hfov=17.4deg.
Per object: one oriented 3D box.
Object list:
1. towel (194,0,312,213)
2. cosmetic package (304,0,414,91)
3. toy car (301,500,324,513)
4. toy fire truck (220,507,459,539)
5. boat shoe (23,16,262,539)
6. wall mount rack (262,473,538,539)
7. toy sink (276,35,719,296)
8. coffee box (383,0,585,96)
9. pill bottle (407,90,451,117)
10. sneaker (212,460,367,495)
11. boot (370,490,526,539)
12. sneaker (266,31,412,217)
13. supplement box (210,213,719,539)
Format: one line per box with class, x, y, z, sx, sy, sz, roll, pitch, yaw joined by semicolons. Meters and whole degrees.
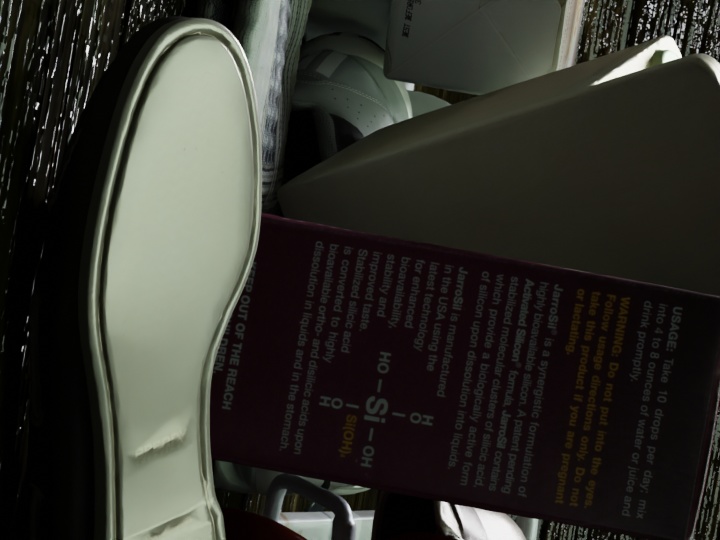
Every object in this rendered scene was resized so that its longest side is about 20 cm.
towel;-0.029;-0.121;0.898;0.193;0.034;0.201;21;78;-85
cosmetic package;0.010;-0.173;1.151;0.200;0.051;0.151;78;24;-76
toy car;-0.013;0.186;1.120;0.200;0.157;0.165;67;39;-60
toy fire truck;0.003;0.180;0.827;0.168;0.199;0.112;57;49;-40
boat shoe;-0.071;0.024;0.664;0.067;0.057;0.201;-14;115;-45
wall mount rack;0.003;0.175;1.023;0.199;0.074;0.175;3;103;-44
toy sink;0.091;-0.013;0.954;0.112;0.199;0.131;-34;105;-57
coffee box;0.066;-0.146;1.102;0.200;0.079;0.115;-50;149;-78
pill bottle;0.020;-0.010;1.232;0.200;0.109;0.110;87;13;-68
sneaker;-0.015;0.075;1.147;0.200;0.088;0.074;-63;161;-78
boot;0.044;0.182;0.919;0.146;0.070;0.201;48;29;-43
sneaker;0.000;0.000;1.062;0.201;0.075;0.116;65;27;-12
supplement box;0.024;0.034;0.830;0.110;0.199;0.086;4;96;-86
